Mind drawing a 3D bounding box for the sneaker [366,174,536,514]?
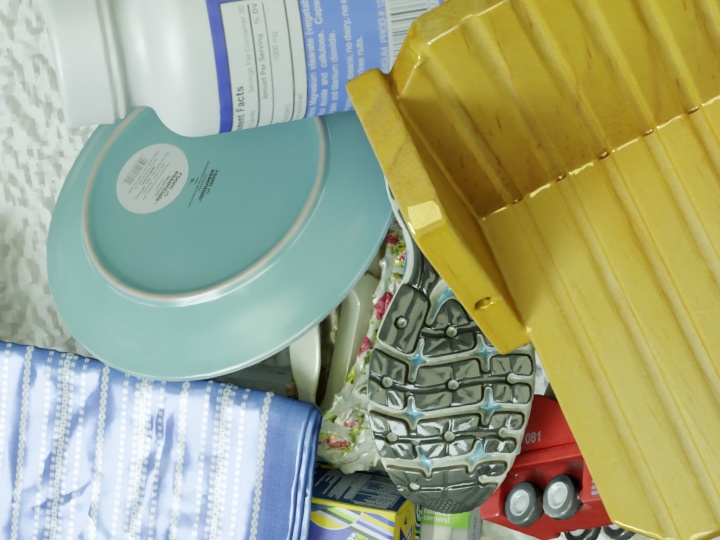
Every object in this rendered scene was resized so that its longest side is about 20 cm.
[{"bbox_3d":[0.053,0.013,0.926,0.078,0.090,0.202,3,85,17],"label":"sneaker"}]

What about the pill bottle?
[{"bbox_3d":[-0.048,-0.125,0.934,0.198,0.112,0.113,-10,97,-8],"label":"pill bottle"}]

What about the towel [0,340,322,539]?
[{"bbox_3d":[-0.118,0.119,0.979,0.198,0.024,0.146,10,100,15],"label":"towel"}]

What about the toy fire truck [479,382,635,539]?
[{"bbox_3d":[0.108,0.054,0.929,0.199,0.049,0.142,-17,59,47],"label":"toy fire truck"}]

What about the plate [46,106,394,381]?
[{"bbox_3d":[-0.075,-0.040,0.984,0.198,0.026,0.202,-12,58,19],"label":"plate"}]

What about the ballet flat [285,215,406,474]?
[{"bbox_3d":[0.000,0.000,0.986,0.075,0.064,0.202,-1,80,52],"label":"ballet flat"}]

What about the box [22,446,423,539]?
[{"bbox_3d":[-0.071,0.131,1.012,0.198,0.064,0.071,8,101,16],"label":"box"}]

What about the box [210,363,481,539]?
[{"bbox_3d":[-0.016,0.158,1.056,0.154,0.041,0.202,7,100,13],"label":"box"}]

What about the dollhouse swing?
[{"bbox_3d":[0.131,-0.017,0.781,0.199,0.182,0.177,-26,56,10],"label":"dollhouse swing"}]
